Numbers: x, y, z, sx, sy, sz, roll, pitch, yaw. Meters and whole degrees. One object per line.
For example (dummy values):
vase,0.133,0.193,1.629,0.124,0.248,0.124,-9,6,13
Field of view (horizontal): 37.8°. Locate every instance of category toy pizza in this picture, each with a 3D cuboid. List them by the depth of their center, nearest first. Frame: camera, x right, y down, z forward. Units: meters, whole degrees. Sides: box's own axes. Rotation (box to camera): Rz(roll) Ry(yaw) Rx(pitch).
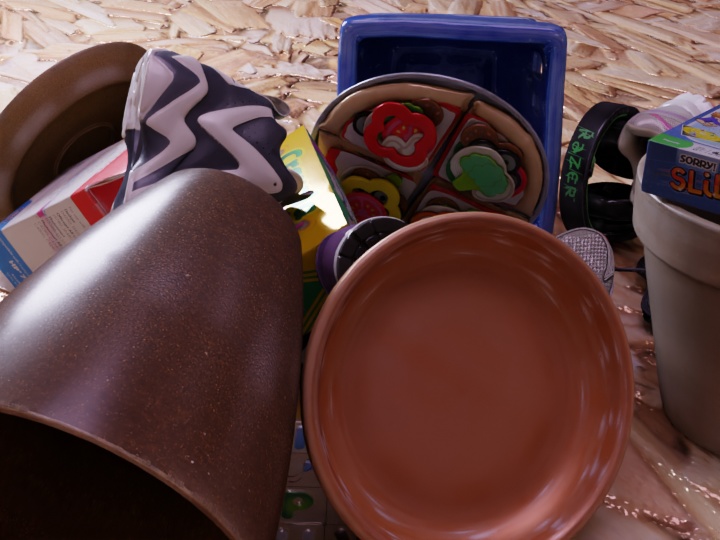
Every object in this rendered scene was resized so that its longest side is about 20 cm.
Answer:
toy pizza,0.052,-0.073,0.854,0.199,0.201,0.032,7,48,9

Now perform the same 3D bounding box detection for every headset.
headset,0.250,-0.082,0.962,0.094,0.124,0.200,17,8,33

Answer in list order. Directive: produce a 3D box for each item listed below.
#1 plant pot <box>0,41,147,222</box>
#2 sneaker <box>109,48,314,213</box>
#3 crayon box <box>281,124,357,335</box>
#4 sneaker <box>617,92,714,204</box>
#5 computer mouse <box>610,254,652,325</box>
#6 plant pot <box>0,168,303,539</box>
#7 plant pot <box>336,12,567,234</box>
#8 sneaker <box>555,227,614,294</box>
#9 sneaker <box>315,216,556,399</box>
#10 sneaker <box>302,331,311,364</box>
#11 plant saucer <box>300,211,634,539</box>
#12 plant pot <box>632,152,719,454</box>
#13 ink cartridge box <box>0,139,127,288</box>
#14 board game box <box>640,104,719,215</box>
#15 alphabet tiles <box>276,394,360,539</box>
plant pot,-0.243,-0.108,0.905,0.027,0.200,0.200,43,40,13
sneaker,-0.095,-0.032,0.681,0.129,0.201,0.079,10,-10,-21
crayon box,-0.086,-0.009,0.768,0.172,0.058,0.200,-33,29,5
sneaker,0.273,-0.053,0.877,0.088,0.081,0.201,-11,64,-22
computer mouse,0.166,0.007,0.861,0.199,0.044,0.110,6,33,-3
plant pot,-0.103,0.047,0.540,0.186,0.188,0.201,9,48,15
plant pot,0.082,-0.147,0.995,0.199,0.201,0.180,2,21,2
sneaker,0.132,0.024,0.747,0.078,0.082,0.200,36,46,13
sneaker,0.049,0.049,0.652,0.076,0.200,0.087,-41,11,-16
sneaker,0.000,0.000,0.800,0.200,0.076,0.115,-27,35,-20
plant saucer,0.059,0.069,0.589,0.199,0.202,0.037,-8,1,-19
plant pot,0.270,0.023,0.689,0.199,0.175,0.200,1,28,-1
ink cartridge box,-0.186,-0.051,0.801,0.199,0.067,0.116,-16,26,42
board game box,0.284,-0.052,0.606,0.199,0.035,0.135,23,34,36
alphabet tiles,-0.037,0.132,0.639,0.165,0.006,0.200,1,27,0
